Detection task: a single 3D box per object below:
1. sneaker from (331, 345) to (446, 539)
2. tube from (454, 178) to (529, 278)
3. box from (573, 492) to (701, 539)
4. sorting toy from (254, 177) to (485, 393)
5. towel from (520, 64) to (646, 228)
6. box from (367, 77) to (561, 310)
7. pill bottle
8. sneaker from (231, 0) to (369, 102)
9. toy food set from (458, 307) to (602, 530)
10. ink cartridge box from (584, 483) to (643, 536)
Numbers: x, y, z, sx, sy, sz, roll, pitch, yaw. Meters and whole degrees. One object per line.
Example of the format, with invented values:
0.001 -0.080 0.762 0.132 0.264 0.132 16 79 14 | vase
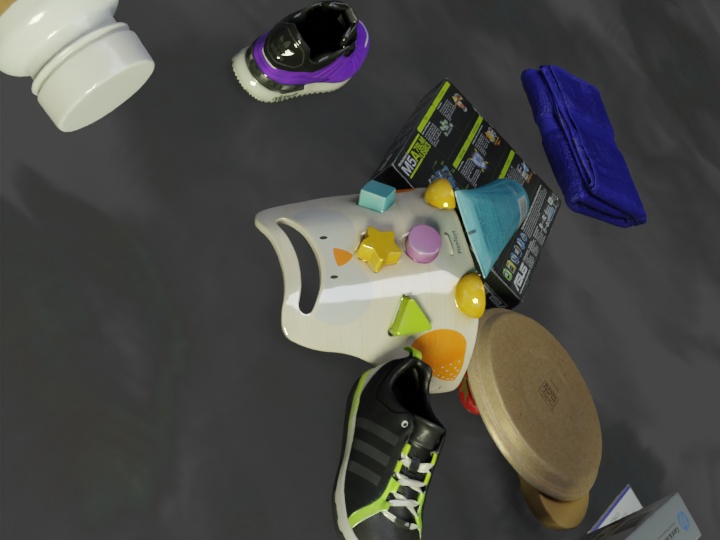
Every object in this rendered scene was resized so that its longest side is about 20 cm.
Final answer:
0.027 0.147 1.007 0.071 0.083 0.202 26 44 -31 | sneaker
0.119 -0.048 1.171 0.078 0.050 0.200 66 17 -3 | tube
0.138 0.243 0.951 0.155 0.199 0.041 -20 79 -52 | box
0.000 0.000 1.107 0.178 0.107 0.202 -2 61 -28 | sorting toy
0.279 -0.154 1.560 0.147 0.049 0.202 12 53 -41 | towel
0.114 -0.079 1.320 0.193 0.047 0.201 43 38 -10 | box
-0.249 -0.213 0.968 0.201 0.114 0.114 54 36 1 | pill bottle
-0.030 -0.222 1.228 0.070 0.099 0.200 55 37 0 | sneaker
0.160 0.127 1.194 0.200 0.048 0.199 45 34 -18 | toy food set
0.247 0.325 1.141 0.201 0.047 0.197 55 38 4 | ink cartridge box
